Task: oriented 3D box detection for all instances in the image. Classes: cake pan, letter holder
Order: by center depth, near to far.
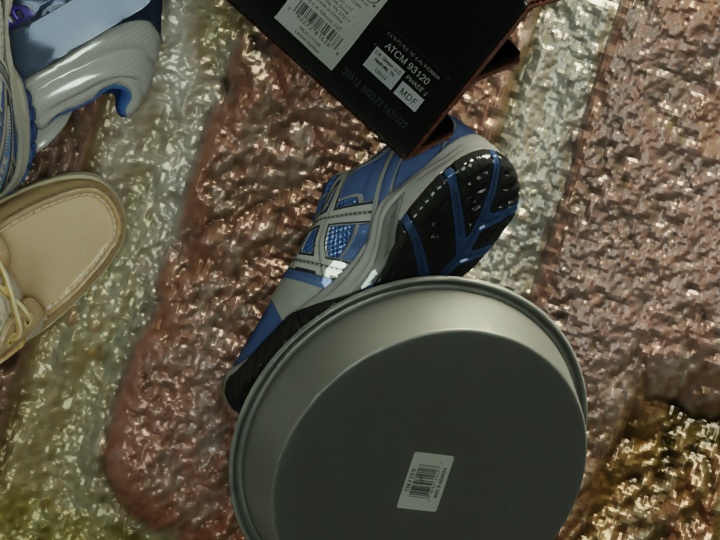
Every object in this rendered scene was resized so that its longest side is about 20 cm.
[{"bbox_3d":[0.001,-0.167,1.035,0.200,0.142,0.101,42,113,7],"label":"letter holder"},{"bbox_3d":[0.032,0.100,1.076,0.199,0.037,0.201,-8,118,-15],"label":"cake pan"}]

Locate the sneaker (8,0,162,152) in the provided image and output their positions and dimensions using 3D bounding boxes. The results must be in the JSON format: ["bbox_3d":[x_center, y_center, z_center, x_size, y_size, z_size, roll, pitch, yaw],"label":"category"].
[{"bbox_3d":[-0.197,-0.128,1.031,0.199,0.081,0.147,-4,92,-14],"label":"sneaker"}]

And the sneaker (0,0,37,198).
[{"bbox_3d":[-0.198,-0.111,0.960,0.077,0.085,0.201,-4,118,13],"label":"sneaker"}]

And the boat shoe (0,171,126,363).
[{"bbox_3d":[-0.198,0.023,1.043,0.200,0.069,0.074,-37,108,-11],"label":"boat shoe"}]

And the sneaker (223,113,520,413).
[{"bbox_3d":[0.000,0.000,1.086,0.200,0.077,0.076,-46,134,13],"label":"sneaker"}]
